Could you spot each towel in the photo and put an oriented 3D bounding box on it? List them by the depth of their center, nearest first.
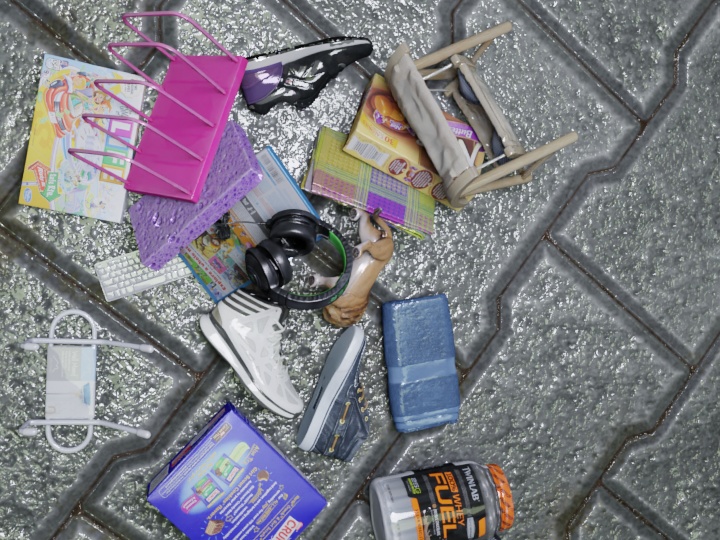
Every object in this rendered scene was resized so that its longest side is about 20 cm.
[{"bbox_3d":[0.016,-0.128,1.046,0.197,0.023,0.145,20,46,-13],"label":"towel"},{"bbox_3d":[0.091,0.139,1.105,0.110,0.049,0.203,-7,95,-12],"label":"towel"}]

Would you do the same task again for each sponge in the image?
[{"bbox_3d":[-0.219,-0.099,0.956,0.199,0.112,0.030,-38,140,14],"label":"sponge"}]

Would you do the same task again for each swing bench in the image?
[{"bbox_3d":[0.149,-0.208,0.994,0.198,0.130,0.201,-21,78,-26],"label":"swing bench"}]

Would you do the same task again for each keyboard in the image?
[{"bbox_3d":[-0.273,-0.013,1.035,0.197,0.011,0.057,-19,97,-10],"label":"keyboard"}]

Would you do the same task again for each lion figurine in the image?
[{"bbox_3d":[0.000,0.000,1.020,0.122,0.073,0.201,13,124,-51],"label":"lion figurine"}]

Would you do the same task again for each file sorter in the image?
[{"bbox_3d":[-0.261,-0.210,0.923,0.125,0.137,0.203,31,74,-54],"label":"file sorter"}]

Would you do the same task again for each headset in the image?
[{"bbox_3d":[-0.106,-0.021,0.947,0.198,0.094,0.124,30,60,7],"label":"headset"}]

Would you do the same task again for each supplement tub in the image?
[{"bbox_3d":[0.119,0.356,1.086,0.197,0.122,0.125,-8,95,-12],"label":"supplement tub"}]

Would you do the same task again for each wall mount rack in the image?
[{"bbox_3d":[-0.370,0.158,0.991,0.171,0.075,0.204,2,94,-12],"label":"wall mount rack"}]

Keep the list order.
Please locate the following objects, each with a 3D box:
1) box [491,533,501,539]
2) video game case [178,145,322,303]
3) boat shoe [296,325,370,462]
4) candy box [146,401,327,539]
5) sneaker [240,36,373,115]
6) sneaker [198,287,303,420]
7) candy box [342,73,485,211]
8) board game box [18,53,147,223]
[{"bbox_3d":[0.132,0.478,1.082,0.197,0.148,0.109,-11,96,-12],"label":"box"},{"bbox_3d":[-0.164,-0.059,1.005,0.198,0.018,0.144,-31,108,15],"label":"video game case"},{"bbox_3d":[-0.017,0.184,1.073,0.090,0.071,0.202,22,100,-16],"label":"boat shoe"},{"bbox_3d":[-0.176,0.321,1.043,0.169,0.077,0.200,-45,100,-8],"label":"candy box"},{"bbox_3d":[-0.074,-0.279,1.043,0.197,0.076,0.089,-15,111,-7],"label":"sneaker"},{"bbox_3d":[-0.125,0.111,1.030,0.115,0.076,0.201,-39,98,9],"label":"sneaker"},{"bbox_3d":[0.084,-0.185,1.057,0.198,0.056,0.118,26,58,-12],"label":"candy box"},{"bbox_3d":[-0.376,-0.177,0.991,0.132,0.034,0.203,10,91,-13],"label":"board game box"}]
